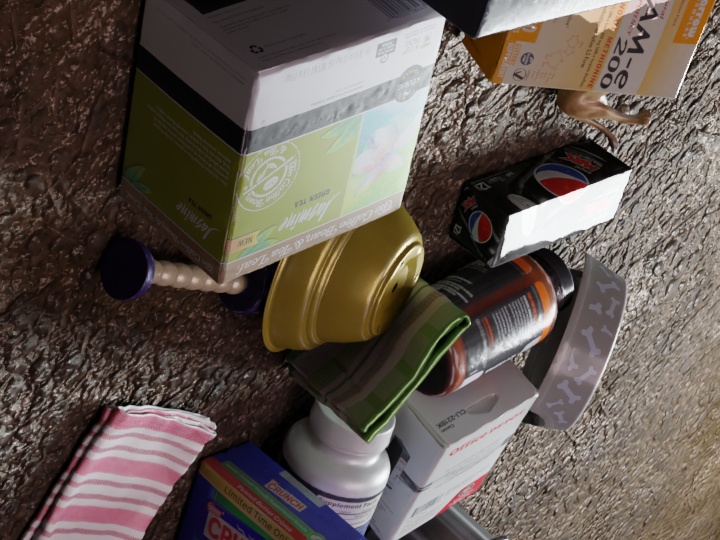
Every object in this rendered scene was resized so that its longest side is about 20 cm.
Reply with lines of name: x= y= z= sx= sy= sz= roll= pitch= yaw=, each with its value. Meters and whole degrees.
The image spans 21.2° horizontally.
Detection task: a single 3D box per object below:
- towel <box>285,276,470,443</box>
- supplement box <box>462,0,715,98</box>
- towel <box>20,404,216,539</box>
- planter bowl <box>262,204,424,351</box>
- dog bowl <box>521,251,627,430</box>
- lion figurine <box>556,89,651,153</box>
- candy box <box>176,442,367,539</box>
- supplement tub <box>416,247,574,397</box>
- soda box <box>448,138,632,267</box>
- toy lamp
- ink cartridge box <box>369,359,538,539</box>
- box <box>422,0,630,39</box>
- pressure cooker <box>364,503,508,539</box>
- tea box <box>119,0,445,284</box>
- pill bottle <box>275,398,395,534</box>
towel: x=0.011 y=0.065 z=1.758 sx=0.031 sy=0.200 sz=0.149 roll=40 pitch=88 yaw=-25
supplement box: x=0.207 y=-0.230 z=1.722 sx=0.199 sy=0.074 sz=0.127 roll=1 pitch=125 yaw=-25
towel: x=-0.226 y=0.208 z=1.740 sx=0.201 sy=0.030 sz=0.146 roll=-57 pitch=149 yaw=12
planter bowl: x=0.000 y=0.000 z=1.703 sx=0.201 sy=0.083 sz=0.201 roll=-55 pitch=163 yaw=-26
dog bowl: x=0.228 y=0.081 z=2.077 sx=0.200 sy=0.058 sz=0.201 roll=-157 pitch=-90 yaw=-88
lion figurine: x=0.235 y=-0.195 z=1.870 sx=0.122 sy=0.073 sz=0.201 roll=6 pitch=132 yaw=-17
candy box: x=-0.099 y=0.298 z=1.870 sx=0.077 sy=0.169 sz=0.201 roll=-18 pitch=137 yaw=-48
supplement tub: x=0.127 y=0.045 z=1.958 sx=0.199 sy=0.107 sz=0.107 roll=-26 pitch=142 yaw=-35
soda box: x=0.184 y=-0.070 z=1.951 sx=0.199 sy=0.063 sz=0.071 roll=-21 pitch=140 yaw=-41
toy lamp: x=-0.132 y=0.006 z=1.616 sx=0.200 sy=0.058 sz=0.058 roll=8 pitch=117 yaw=-57
ink cartridge box: x=0.083 y=0.181 z=2.031 sx=0.144 sy=0.084 sz=0.200 roll=-26 pitch=157 yaw=-35
box: x=0.098 y=-0.287 z=1.460 sx=0.198 sy=0.200 sz=0.124 roll=-18 pitch=138 yaw=-42
pressure cooker: x=0.093 y=0.359 z=2.166 sx=0.179 sy=0.200 sz=0.176 roll=-41 pitch=150 yaw=-14
tea box: x=-0.061 y=-0.128 z=1.485 sx=0.199 sy=0.134 sz=0.198 roll=-24 pitch=142 yaw=-38
pill bottle: x=-0.036 y=0.216 z=1.922 sx=0.111 sy=0.111 sz=0.201 roll=-13 pitch=133 yaw=-47
